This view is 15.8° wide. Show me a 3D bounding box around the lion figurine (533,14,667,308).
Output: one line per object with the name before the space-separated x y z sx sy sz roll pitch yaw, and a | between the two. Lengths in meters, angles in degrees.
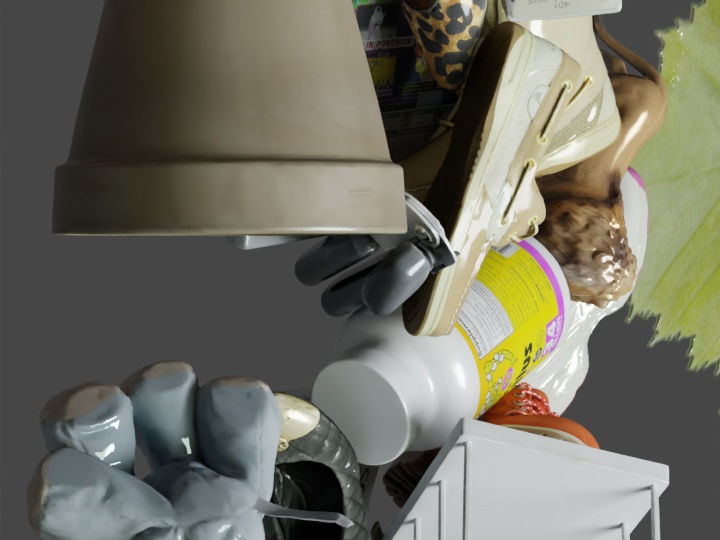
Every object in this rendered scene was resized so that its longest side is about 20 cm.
lion figurine | 0.162 -0.079 1.771 0.072 0.122 0.201 28 84 -52

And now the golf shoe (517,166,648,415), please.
golf shoe | 0.139 0.010 1.827 0.091 0.075 0.201 29 82 -49

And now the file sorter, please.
file sorter | 0.092 0.209 1.621 0.200 0.138 0.125 119 -21 -48

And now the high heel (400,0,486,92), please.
high heel | 0.002 -0.193 1.552 0.142 0.071 0.202 -19 107 -34

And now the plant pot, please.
plant pot | -0.073 -0.105 1.440 0.199 0.199 0.175 -2 92 -50

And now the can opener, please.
can opener | 0.000 0.000 1.569 0.067 0.200 0.053 -44 96 -23

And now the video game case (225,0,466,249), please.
video game case | 0.000 -0.113 1.640 0.199 0.023 0.184 -10 115 -47

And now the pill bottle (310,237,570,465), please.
pill bottle | 0.050 0.050 1.683 0.200 0.104 0.105 -36 133 -50

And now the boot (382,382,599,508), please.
boot | 0.104 0.109 1.715 0.107 0.200 0.075 -44 107 -29

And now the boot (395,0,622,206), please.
boot | 0.078 -0.126 1.654 0.199 0.073 0.156 -24 119 -28

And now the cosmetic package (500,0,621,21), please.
cosmetic package | 0.107 -0.236 1.574 0.070 0.200 0.106 -5 116 -3

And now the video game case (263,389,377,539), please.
video game case | -0.065 0.167 1.680 0.199 0.023 0.184 1 106 -50

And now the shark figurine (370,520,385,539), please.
shark figurine | 0.030 0.258 1.748 0.128 0.089 0.216 81 25 -62

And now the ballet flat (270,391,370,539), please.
ballet flat | -0.031 0.149 1.623 0.201 0.066 0.057 71 24 -43

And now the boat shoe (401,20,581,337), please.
boat shoe | 0.083 -0.049 1.591 0.066 0.074 0.201 19 92 -18

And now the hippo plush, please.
hippo plush | -0.105 0.162 1.536 0.160 0.199 0.162 -56 163 -45
